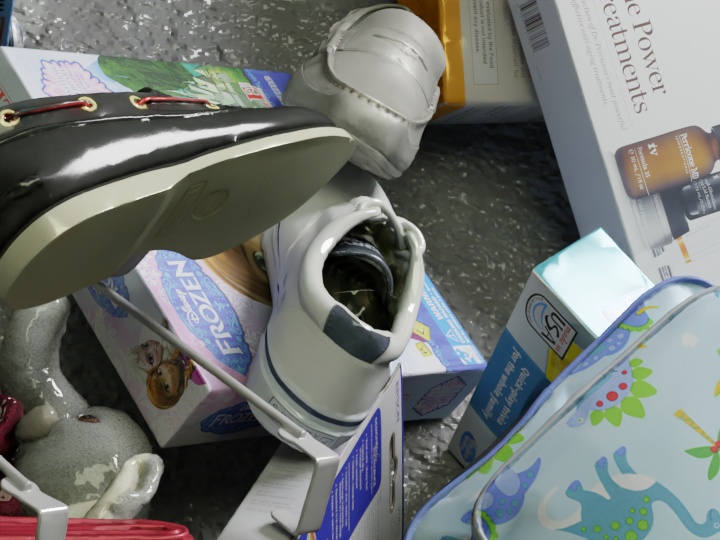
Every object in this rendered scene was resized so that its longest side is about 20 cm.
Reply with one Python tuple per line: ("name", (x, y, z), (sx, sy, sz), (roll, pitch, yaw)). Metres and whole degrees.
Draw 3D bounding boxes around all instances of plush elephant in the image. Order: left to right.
("plush elephant", (-0.155, 0.081, 0.862), (0.154, 0.165, 0.201), (-24, 91, -15))

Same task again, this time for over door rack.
("over door rack", (-0.111, 0.023, 0.787), (0.147, 0.067, 0.200), (-6, 42, -46))

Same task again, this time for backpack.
("backpack", (0.130, 0.121, 0.753), (0.183, 0.147, 0.200), (-41, 75, -18))

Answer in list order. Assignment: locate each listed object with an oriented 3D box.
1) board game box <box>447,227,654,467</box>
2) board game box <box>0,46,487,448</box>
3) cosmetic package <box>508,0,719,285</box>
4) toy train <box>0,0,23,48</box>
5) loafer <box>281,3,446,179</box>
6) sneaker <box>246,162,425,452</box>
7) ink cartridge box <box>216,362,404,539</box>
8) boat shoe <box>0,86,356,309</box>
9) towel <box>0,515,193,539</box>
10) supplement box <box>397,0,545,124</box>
("board game box", (0.135, 0.103, 0.927), (0.047, 0.151, 0.200), (-29, 67, -30))
("board game box", (-0.060, -0.014, 0.974), (0.199, 0.041, 0.200), (-2, 51, -51))
("cosmetic package", (0.176, -0.070, 1.067), (0.150, 0.052, 0.201), (-18, 90, -23))
("toy train", (-0.260, -0.129, 1.008), (0.199, 0.115, 0.087), (0, 54, -16))
("loafer", (0.005, -0.093, 1.001), (0.070, 0.070, 0.200), (32, 11, -10))
("sneaker", (0.000, 0.000, 0.909), (0.073, 0.071, 0.200), (33, 28, -17))
("ink cartridge box", (-0.022, 0.121, 0.871), (0.037, 0.095, 0.200), (7, 25, 17))
("boat shoe", (-0.074, -0.040, 0.779), (0.063, 0.074, 0.201), (51, 34, 16))
("towel", (-0.140, 0.186, 0.788), (0.144, 0.201, 0.022), (3, 14, -13))
("supplement box", (0.122, -0.146, 1.124), (0.199, 0.073, 0.127), (-2, 85, -17))
